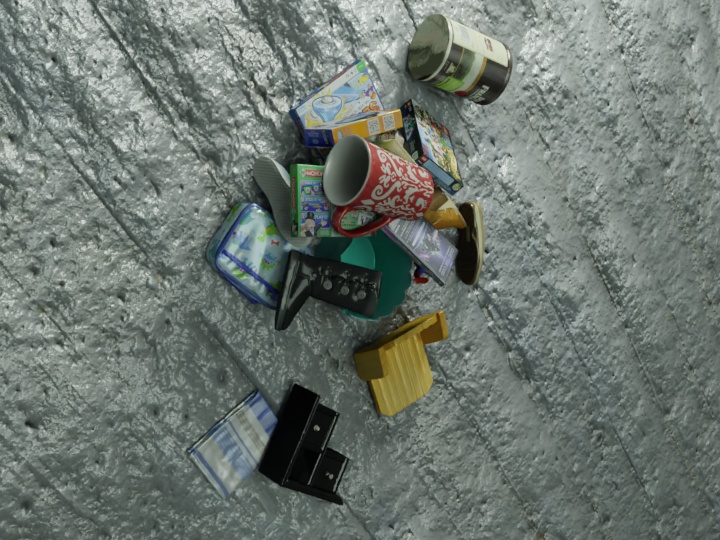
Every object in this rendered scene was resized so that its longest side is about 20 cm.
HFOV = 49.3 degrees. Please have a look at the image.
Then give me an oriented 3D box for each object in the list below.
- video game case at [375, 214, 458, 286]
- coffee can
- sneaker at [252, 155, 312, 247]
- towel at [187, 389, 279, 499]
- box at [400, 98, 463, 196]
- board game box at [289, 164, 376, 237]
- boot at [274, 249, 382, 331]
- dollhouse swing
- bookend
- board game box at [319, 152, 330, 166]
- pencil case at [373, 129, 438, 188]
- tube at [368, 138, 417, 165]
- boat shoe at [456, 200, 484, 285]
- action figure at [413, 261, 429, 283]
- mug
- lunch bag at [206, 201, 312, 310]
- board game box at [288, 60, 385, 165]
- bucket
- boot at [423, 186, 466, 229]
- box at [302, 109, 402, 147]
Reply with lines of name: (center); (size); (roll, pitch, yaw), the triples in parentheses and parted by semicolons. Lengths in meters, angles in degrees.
video game case: (0.123, -0.072, 1.686); (0.200, 0.019, 0.144); (44, 35, -8)
coffee can: (0.226, -0.475, 1.775); (0.196, 0.145, 0.151); (11, 92, -34)
sneaker: (-0.142, -0.139, 1.577); (0.204, 0.073, 0.082); (64, 18, 9)
towel: (-0.254, 0.368, 1.657); (0.199, 0.024, 0.149); (-41, 119, -23)
box: (0.158, -0.277, 1.747); (0.135, 0.203, 0.037); (31, 125, -34)
board game box: (-0.051, -0.135, 1.545); (0.196, 0.029, 0.139); (-2, 91, -40)
boot: (-0.064, 0.060, 1.572); (0.195, 0.066, 0.169); (14, 97, -14)
dollhouse swing: (0.115, 0.225, 1.811); (0.197, 0.181, 0.180); (-25, 91, -29)
bookend: (-0.093, 0.384, 1.720); (0.199, 0.091, 0.203); (32, 77, -41)
board game box: (-0.051, -0.163, 1.635); (0.201, 0.038, 0.161); (-56, 153, -42)
pencil case: (0.116, -0.250, 1.776); (0.198, 0.077, 0.092); (30, 65, -34)
tube: (0.039, -0.247, 1.650); (0.057, 0.198, 0.054); (-5, 99, -33)
boat shoe: (0.284, -0.068, 1.935); (0.075, 0.070, 0.206); (-11, 106, -48)
action figure: (0.140, -0.022, 1.779); (0.050, 0.200, 0.067); (-6, 105, 4)
mug: (0.028, -0.159, 1.537); (0.197, 0.177, 0.136); (11, 47, -43)
lunch bag: (-0.205, -0.026, 1.593); (0.199, 0.082, 0.163); (41, 77, -31)
board game box: (-0.044, -0.337, 1.678); (0.199, 0.034, 0.137); (-41, 118, -22)
bucket: (0.000, 0.000, 1.704); (0.203, 0.134, 0.214); (-6, 102, -32)
boot: (0.160, -0.113, 1.833); (0.143, 0.072, 0.201); (-38, 150, 11)
box: (-0.024, -0.290, 1.605); (0.196, 0.118, 0.043); (-20, 109, -31)
